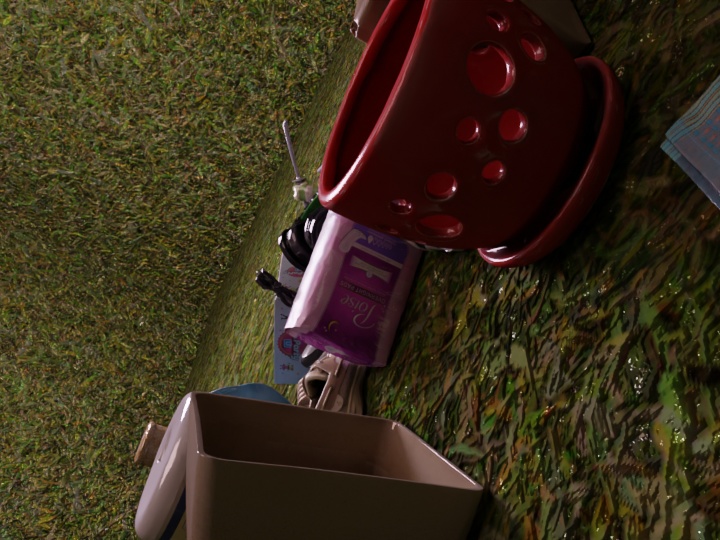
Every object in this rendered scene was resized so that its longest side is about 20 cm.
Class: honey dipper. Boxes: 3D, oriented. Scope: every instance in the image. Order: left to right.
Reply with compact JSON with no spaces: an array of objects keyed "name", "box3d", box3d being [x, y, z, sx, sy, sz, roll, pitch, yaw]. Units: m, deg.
[{"name":"honey dipper","box3d":[-0.061,0.207,0.877,0.038,0.038,0.201,-61,18,20]}]

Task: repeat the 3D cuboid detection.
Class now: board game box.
[{"name":"board game box","box3d":[-0.101,0.062,1.095,0.201,0.063,0.150,-98,11,-64]}]

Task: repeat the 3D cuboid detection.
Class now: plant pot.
[{"name":"plant pot","box3d":[-0.048,0.214,0.534,0.200,0.197,0.180,-173,95,-74]},{"name":"plant pot","box3d":[0.083,-0.107,0.533,0.201,0.181,0.201,-57,17,29]}]

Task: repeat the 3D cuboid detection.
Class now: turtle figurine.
[{"name":"turtle figurine","box3d":[-0.036,-0.103,1.051,0.143,0.199,0.196,-24,-35,-57]}]

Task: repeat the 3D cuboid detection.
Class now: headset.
[{"name":"headset","box3d":[-0.065,-0.047,0.873,0.123,0.094,0.202,-22,42,49]}]

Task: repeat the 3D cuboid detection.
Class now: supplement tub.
[{"name":"supplement tub","box3d":[-0.106,0.220,0.685,0.146,0.198,0.146,-58,16,28]}]

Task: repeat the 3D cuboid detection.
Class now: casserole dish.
[{"name":"casserole dish","box3d":[-0.147,0.213,0.925,0.120,0.200,0.039,-22,56,7]}]

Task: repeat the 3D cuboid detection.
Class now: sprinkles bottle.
[{"name":"sprinkles bottle","box3d":[-0.252,0.303,1.087,0.069,0.198,0.069,-58,16,29]}]

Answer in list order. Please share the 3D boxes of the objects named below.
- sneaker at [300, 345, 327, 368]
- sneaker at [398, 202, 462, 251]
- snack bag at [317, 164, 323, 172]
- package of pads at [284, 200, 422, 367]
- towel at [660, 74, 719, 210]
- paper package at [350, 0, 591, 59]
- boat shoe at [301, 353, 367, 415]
[{"name":"sneaker","box3d":[-0.039,0.041,0.946,0.074,0.079,0.202,-96,31,-76]},{"name":"sneaker","box3d":[0.086,-0.111,0.682,0.130,0.078,0.202,-141,57,-65]},{"name":"snack bag","box3d":[0.050,-0.185,0.857,0.199,0.022,0.188,-32,3,-17]},{"name":"package of pads","box3d":[0.000,0.000,0.797,0.076,0.119,0.202,-20,48,69]},{"name":"towel","box3d":[0.234,-0.110,0.320,0.201,0.021,0.147,-59,17,29]},{"name":"paper package","box3d":[0.101,-0.260,0.666,0.104,0.198,0.192,-54,19,37]},{"name":"boat shoe","box3d":[-0.035,0.133,0.828,0.073,0.064,0.201,-58,15,30]}]
